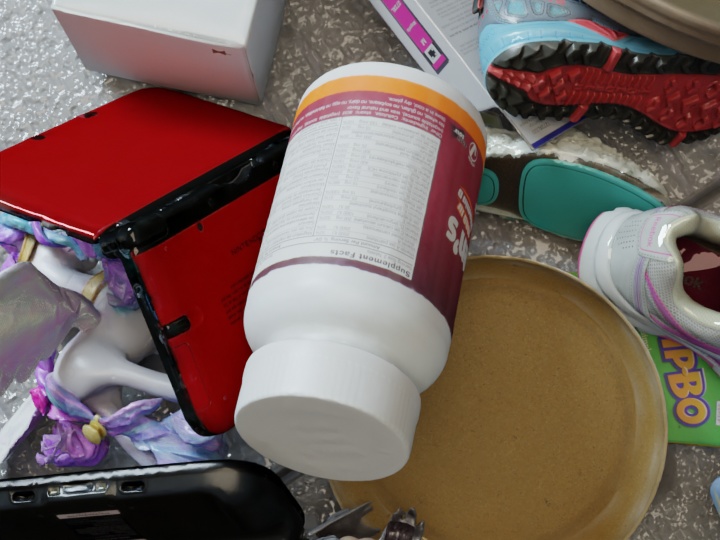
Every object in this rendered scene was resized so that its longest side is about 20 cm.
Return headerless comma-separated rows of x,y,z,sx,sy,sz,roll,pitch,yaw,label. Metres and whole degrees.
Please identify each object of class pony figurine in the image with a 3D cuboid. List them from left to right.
-0.153,0.054,0.983,0.198,0.167,0.194,25,51,8,pony figurine

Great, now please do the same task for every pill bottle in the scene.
0.000,0.000,0.908,0.108,0.110,0.202,11,59,3,pill bottle

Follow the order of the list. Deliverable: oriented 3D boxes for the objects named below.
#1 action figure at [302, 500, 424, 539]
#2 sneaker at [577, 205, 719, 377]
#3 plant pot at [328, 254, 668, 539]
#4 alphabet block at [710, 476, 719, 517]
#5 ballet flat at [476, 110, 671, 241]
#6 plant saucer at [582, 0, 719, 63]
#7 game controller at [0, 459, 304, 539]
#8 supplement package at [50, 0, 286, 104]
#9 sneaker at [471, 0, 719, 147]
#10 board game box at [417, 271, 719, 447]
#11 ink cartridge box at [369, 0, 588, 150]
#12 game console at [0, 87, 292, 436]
-0.003,0.188,0.924,0.130,0.070,0.200,-39,47,-11,action figure
0.221,0.024,0.962,0.198,0.088,0.082,22,79,-11,sneaker
0.075,0.088,0.991,0.197,0.027,0.203,1,101,6,plant pot
0.319,0.161,0.898,0.195,0.195,0.202,-23,80,0,alphabet block
0.089,-0.067,1.024,0.197,0.072,0.073,10,82,1,ballet flat
0.172,-0.172,0.987,0.199,0.200,0.030,29,120,5,plant saucer
-0.131,0.132,0.919,0.197,0.105,0.042,-7,52,11,game controller
-0.094,-0.217,1.018,0.116,0.117,0.202,12,79,3,supplement package
0.155,-0.137,0.999,0.198,0.079,0.096,8,54,-30,sneaker
0.134,0.050,1.022,0.197,0.030,0.097,3,83,5,board game box
0.061,-0.157,1.025,0.094,0.037,0.201,-30,78,-42,ink cartridge box
-0.101,-0.013,0.972,0.118,0.200,0.174,-14,103,34,game console
